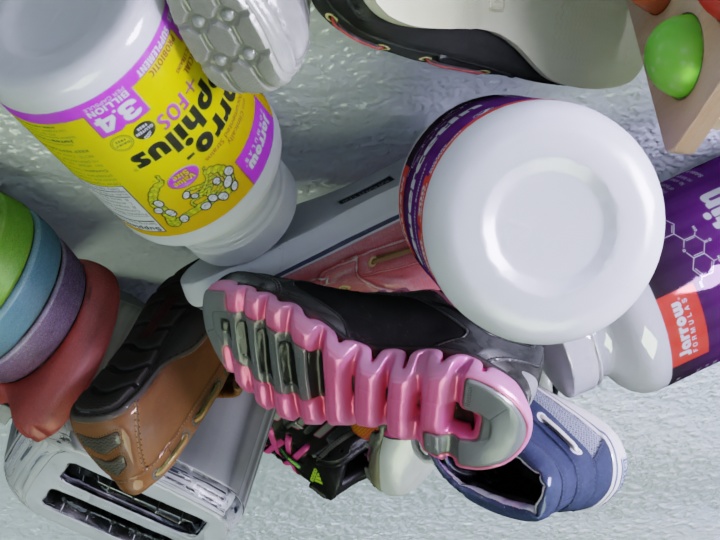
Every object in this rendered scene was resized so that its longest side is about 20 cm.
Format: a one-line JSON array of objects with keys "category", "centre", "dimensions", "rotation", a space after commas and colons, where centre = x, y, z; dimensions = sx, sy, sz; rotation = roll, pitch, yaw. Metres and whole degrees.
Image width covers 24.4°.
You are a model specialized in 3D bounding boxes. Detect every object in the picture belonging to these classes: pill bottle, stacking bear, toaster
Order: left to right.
[{"category": "stacking bear", "centre": [-0.248, -0.005, 0.969], "dimensions": [0.200, 0.114, 0.121], "rotation": [39, 170, -35]}, {"category": "toaster", "centre": [-0.139, 0.108, 1.099], "dimensions": [0.199, 0.130, 0.114], "rotation": [27, 137, -15]}, {"category": "pill bottle", "centre": [-0.107, -0.081, 0.875], "dimensions": [0.104, 0.105, 0.200], "rotation": [-17, 146, 17]}, {"category": "pill bottle", "centre": [0.079, -0.032, 0.851], "dimensions": [0.112, 0.113, 0.200], "rotation": [-4, -173, -4]}, {"category": "pill bottle", "centre": [0.197, 0.001, 0.995], "dimensions": [0.199, 0.113, 0.113], "rotation": [-24, 148, -9]}]

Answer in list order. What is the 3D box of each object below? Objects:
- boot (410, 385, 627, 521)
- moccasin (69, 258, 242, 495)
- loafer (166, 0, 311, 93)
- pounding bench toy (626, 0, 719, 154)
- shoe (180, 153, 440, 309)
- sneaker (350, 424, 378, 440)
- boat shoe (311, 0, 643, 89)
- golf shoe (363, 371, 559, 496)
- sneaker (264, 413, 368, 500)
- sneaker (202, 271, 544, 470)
[{"category": "boot", "centre": [0.053, 0.081, 0.971], "dimensions": [0.200, 0.073, 0.090], "rotation": [24, -165, 33]}, {"category": "moccasin", "centre": [-0.097, 0.054, 1.012], "dimensions": [0.073, 0.202, 0.078], "rotation": [-8, 122, 29]}, {"category": "loafer", "centre": [-0.075, -0.175, 0.770], "dimensions": [0.070, 0.070, 0.200], "rotation": [0, 133, 25]}, {"category": "pounding bench toy", "centre": [0.207, -0.117, 0.846], "dimensions": [0.155, 0.125, 0.200], "rotation": [3, 146, -16]}, {"category": "shoe", "centre": [0.000, 0.000, 0.984], "dimensions": [0.199, 0.071, 0.091], "rotation": [-25, 108, -4]}, {"category": "sneaker", "centre": [-0.005, 0.040, 1.109], "dimensions": [0.077, 0.073, 0.200], "rotation": [-2, 137, 1]}, {"category": "boat shoe", "centre": [0.066, -0.138, 0.859], "dimensions": [0.201, 0.074, 0.063], "rotation": [8, 178, -35]}, {"category": "golf shoe", "centre": [0.078, 0.072, 1.072], "dimensions": [0.200, 0.092, 0.073], "rotation": [-56, 162, 12]}, {"category": "sneaker", "centre": [-0.039, 0.121, 1.208], "dimensions": [0.199, 0.088, 0.074], "rotation": [4, 147, -8]}, {"category": "sneaker", "centre": [0.011, 0.040, 0.922], "dimensions": [0.199, 0.095, 0.079], "rotation": [19, 131, 15]}]
